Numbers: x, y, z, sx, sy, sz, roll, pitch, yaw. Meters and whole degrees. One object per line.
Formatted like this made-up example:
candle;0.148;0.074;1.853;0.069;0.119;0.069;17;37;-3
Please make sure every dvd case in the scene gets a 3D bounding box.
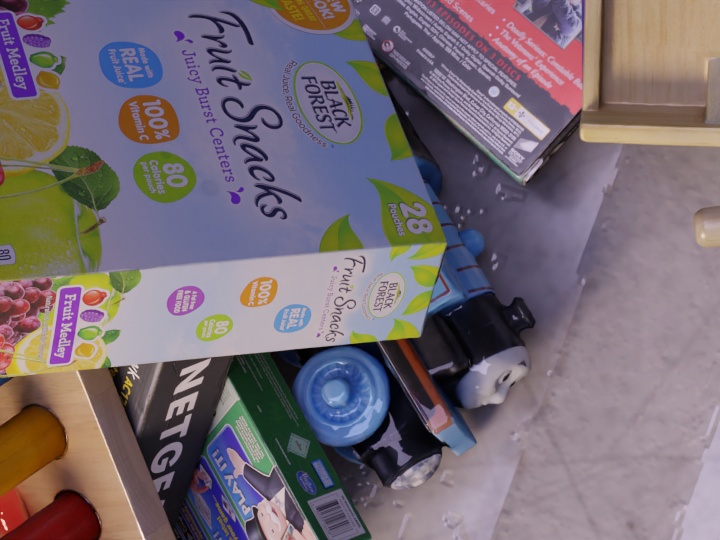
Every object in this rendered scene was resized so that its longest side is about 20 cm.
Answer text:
dvd case;0.090;-0.158;1.327;0.146;0.022;0.200;41;88;15

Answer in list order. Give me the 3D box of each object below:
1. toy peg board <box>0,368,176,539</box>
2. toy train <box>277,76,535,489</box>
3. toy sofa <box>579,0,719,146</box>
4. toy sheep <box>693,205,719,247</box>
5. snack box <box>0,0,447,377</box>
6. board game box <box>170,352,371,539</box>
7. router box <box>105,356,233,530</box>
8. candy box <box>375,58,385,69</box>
toy peg board;-0.196;0.106;1.273;0.200;0.098;0.199;-6;111;40
toy train;0.000;0.000;1.321;0.114;0.087;0.200;-33;73;5
toy sofa;0.138;-0.159;1.240;0.083;0.098;0.200;2;113;7
toy sheep;0.243;-0.024;1.217;0.200;0.138;0.138;-4;80;-2
snack box;-0.084;-0.044;1.207;0.200;0.068;0.169;-5;49;-20
board game box;-0.080;0.071;1.323;0.200;0.029;0.135;60;143;16
router box;-0.132;0.038;1.306;0.149;0.051;0.200;46;137;28
candy box;-0.009;-0.197;1.383;0.102;0.026;0.200;-27;74;10
